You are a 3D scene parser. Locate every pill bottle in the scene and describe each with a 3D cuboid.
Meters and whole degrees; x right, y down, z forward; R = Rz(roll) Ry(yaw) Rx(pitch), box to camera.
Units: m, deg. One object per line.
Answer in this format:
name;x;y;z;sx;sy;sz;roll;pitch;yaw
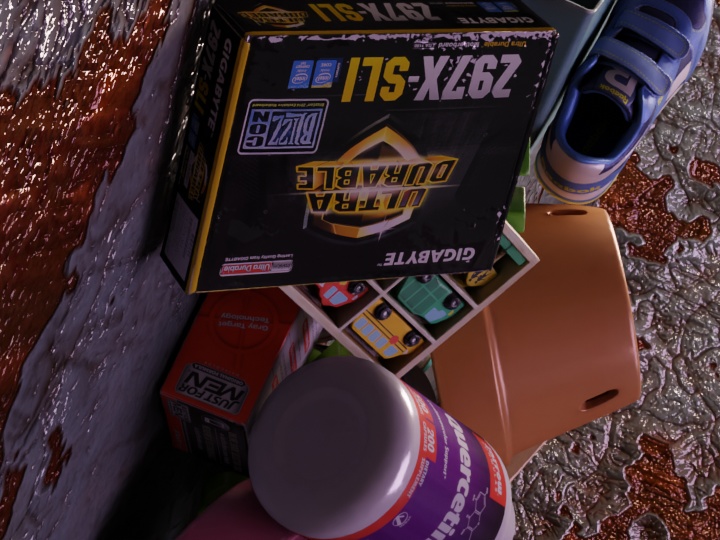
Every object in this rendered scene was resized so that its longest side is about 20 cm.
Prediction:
pill bottle;0.022;0.134;1.451;0.200;0.112;0.113;37;73;-55

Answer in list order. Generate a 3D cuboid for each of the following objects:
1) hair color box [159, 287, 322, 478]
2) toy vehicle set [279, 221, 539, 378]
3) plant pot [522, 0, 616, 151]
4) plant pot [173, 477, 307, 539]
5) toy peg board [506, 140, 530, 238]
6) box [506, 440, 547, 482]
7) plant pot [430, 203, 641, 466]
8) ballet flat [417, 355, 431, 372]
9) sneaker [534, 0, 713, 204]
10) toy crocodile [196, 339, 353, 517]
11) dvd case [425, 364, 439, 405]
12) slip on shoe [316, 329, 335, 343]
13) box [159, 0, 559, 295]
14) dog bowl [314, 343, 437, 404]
hair color box;-0.056;0.019;1.476;0.102;0.061;0.200;90;22;-65
toy vehicle set;0.009;-0.024;1.386;0.124;0.027;0.200;-41;134;6
plant pot;0.085;-0.145;1.685;0.141;0.141;0.200;-50;162;-62
plant pot;-0.060;0.259;1.460;0.200;0.179;0.200;-48;168;-14
toy peg board;0.057;-0.100;1.493;0.199;0.098;0.200;-87;179;-46
box;0.067;0.147;1.729;0.200;0.021;0.163;-46;-163;-22
plant pot;0.114;0.035;1.622;0.200;0.140;0.200;-11;90;-89
ballet flat;-0.030;0.105;1.769;0.200;0.064;0.067;-45;-158;11
sneaker;0.192;-0.140;1.648;0.200;0.074;0.082;-62;172;-6
toy crocodile;-0.051;0.113;1.550;0.200;0.062;0.068;-47;-152;34
dvd case;0.023;0.126;1.806;0.150;0.025;0.200;-46;-172;-25
slip on shoe;0.000;0.000;1.684;0.200;0.074;0.061;-62;144;-57
box;-0.001;-0.070;1.288;0.200;0.049;0.160;-4;122;-30
dog bowl;-0.021;0.155;1.639;0.200;0.079;0.200;-166;-90;-70
